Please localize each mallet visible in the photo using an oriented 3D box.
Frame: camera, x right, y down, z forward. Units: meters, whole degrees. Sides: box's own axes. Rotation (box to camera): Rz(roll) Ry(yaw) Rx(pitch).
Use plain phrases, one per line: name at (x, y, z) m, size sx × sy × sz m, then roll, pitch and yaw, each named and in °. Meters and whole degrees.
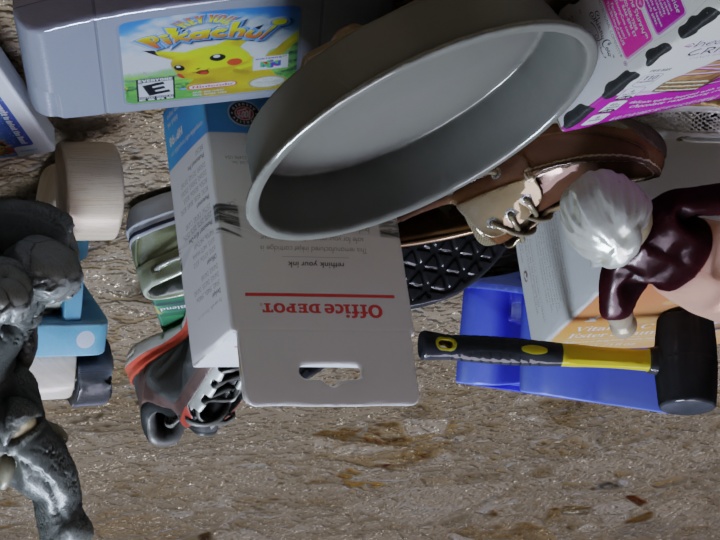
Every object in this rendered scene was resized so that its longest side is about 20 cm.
mallet at (0.136, 0.064, 1.583) m, size 0.200 × 0.066 × 0.041 m, roll -3°, pitch 163°, yaw -15°

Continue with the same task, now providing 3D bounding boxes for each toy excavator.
toy excavator at (-0.200, -0.005, 1.540) m, size 0.100 × 0.200 × 0.194 m, roll -2°, pitch -159°, yaw -21°

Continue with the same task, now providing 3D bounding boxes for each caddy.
caddy at (0.159, 0.043, 1.815) m, size 0.200 × 0.105 × 0.141 m, roll 11°, pitch 177°, yaw -44°

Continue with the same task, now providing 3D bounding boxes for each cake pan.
cake pan at (0.026, -0.082, 1.269) m, size 0.200 × 0.037 × 0.200 m, roll -24°, pitch 162°, yaw -8°

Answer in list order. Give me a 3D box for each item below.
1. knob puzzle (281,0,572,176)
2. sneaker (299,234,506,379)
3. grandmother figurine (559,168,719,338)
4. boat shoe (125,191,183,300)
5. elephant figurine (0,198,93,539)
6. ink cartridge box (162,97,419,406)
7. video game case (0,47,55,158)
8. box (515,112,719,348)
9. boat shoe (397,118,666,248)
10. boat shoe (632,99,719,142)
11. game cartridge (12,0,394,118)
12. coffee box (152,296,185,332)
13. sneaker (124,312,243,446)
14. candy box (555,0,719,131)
knob puzzle at (0.040, -0.119, 1.331) m, size 0.220 × 0.030 × 0.220 m, roll -29°, pitch 164°, yaw -10°
sneaker at (0.000, 0.000, 1.555) m, size 0.200 × 0.072 × 0.083 m, roll -30°, pitch -167°, yaw -1°
grandmother figurine at (0.182, -0.010, 1.431) m, size 0.200 × 0.061 × 0.121 m, roll 24°, pitch 105°, yaw -47°
boat shoe at (-0.053, -0.030, 1.564) m, size 0.200 × 0.062 × 0.072 m, roll -16°, pitch 160°, yaw 19°
elephant figurine at (-0.231, 0.061, 1.431) m, size 0.141 × 0.155 × 0.200 m, roll -3°, pitch 128°, yaw -15°
ink cartridge box at (-0.041, -0.009, 1.418) m, size 0.116 × 0.200 × 0.067 m, roll 2°, pitch 160°, yaw -27°
video game case at (-0.283, -0.084, 1.367) m, size 0.200 × 0.018 × 0.143 m, roll -7°, pitch 161°, yaw 5°
box at (0.205, -0.028, 1.613) m, size 0.152 × 0.106 × 0.200 m, roll -2°, pitch 161°, yaw -17°
boat shoe at (0.086, -0.047, 1.444) m, size 0.200 × 0.072 × 0.076 m, roll -7°, pitch 158°, yaw 33°
boat shoe at (0.208, -0.108, 1.447) m, size 0.200 × 0.071 × 0.069 m, roll 4°, pitch 160°, yaw -7°
game cartridge at (-0.081, -0.129, 1.311) m, size 0.200 × 0.041 × 0.133 m, roll -7°, pitch 158°, yaw -5°
coffee box at (-0.081, 0.013, 1.705) m, size 0.123 × 0.044 × 0.200 m, roll -8°, pitch 161°, yaw -2°
sneaker at (-0.092, 0.068, 1.667) m, size 0.077 × 0.082 × 0.200 m, roll 4°, pitch 158°, yaw -28°
candy box at (0.197, -0.146, 1.295) m, size 0.136 × 0.061 × 0.200 m, roll -13°, pitch 166°, yaw -31°
